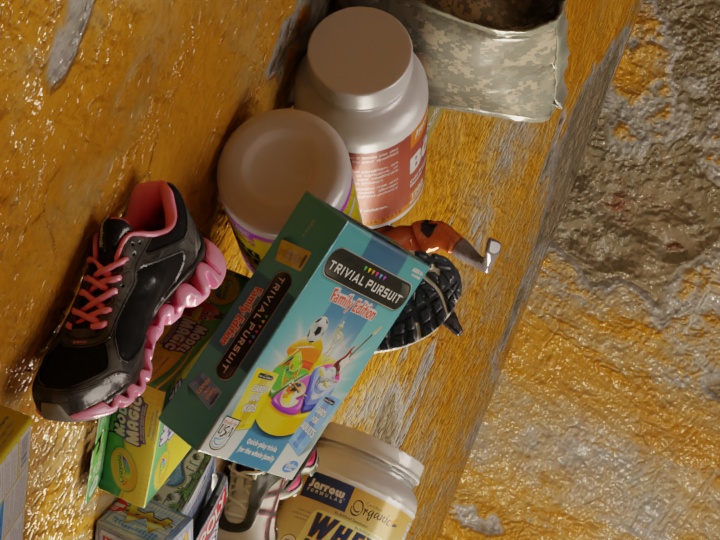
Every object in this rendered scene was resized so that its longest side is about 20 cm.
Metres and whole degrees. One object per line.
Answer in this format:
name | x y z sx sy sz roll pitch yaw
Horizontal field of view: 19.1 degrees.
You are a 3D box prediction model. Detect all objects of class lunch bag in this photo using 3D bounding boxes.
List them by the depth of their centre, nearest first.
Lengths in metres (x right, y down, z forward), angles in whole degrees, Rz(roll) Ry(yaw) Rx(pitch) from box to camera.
lunch bag | 0.086 -0.213 1.797 0.164 0.199 0.118 85 29 -64

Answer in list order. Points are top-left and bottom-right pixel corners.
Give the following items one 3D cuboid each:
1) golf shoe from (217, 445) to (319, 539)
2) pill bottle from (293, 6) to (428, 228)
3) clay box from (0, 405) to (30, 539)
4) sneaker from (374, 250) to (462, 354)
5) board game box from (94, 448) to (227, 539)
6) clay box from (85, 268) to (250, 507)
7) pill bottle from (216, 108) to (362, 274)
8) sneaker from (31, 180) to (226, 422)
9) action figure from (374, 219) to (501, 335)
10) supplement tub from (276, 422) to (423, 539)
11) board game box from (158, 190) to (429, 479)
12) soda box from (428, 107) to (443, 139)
golf shoe | -0.110 0.217 2.023 0.088 0.077 0.201 68 37 -46
pill bottle | 0.001 -0.127 1.771 0.200 0.112 0.113 89 25 -63
clay box | -0.259 0.179 1.237 0.200 0.047 0.115 -56 163 -47
sneaker | -0.013 0.040 1.732 0.199 0.078 0.086 -27 -177 1
board game box | -0.164 0.228 1.769 0.200 0.061 0.201 96 19 -55
clay box | -0.145 0.093 1.649 0.200 0.047 0.116 -55 161 -54
pill bottle | -0.051 -0.044 1.699 0.200 0.104 0.105 77 36 -69
sneaker | -0.164 0.015 1.415 0.200 0.078 0.096 -59 143 -44
action figure | 0.000 0.000 1.874 0.200 0.193 0.105 -39 126 -20
supplement tub | -0.025 0.278 2.296 0.144 0.144 0.201 70 43 -73
board game box | -0.046 0.053 1.612 0.201 0.047 0.151 -57 152 4
soda box | 0.050 -0.179 2.019 0.064 0.067 0.201 89 25 -62
